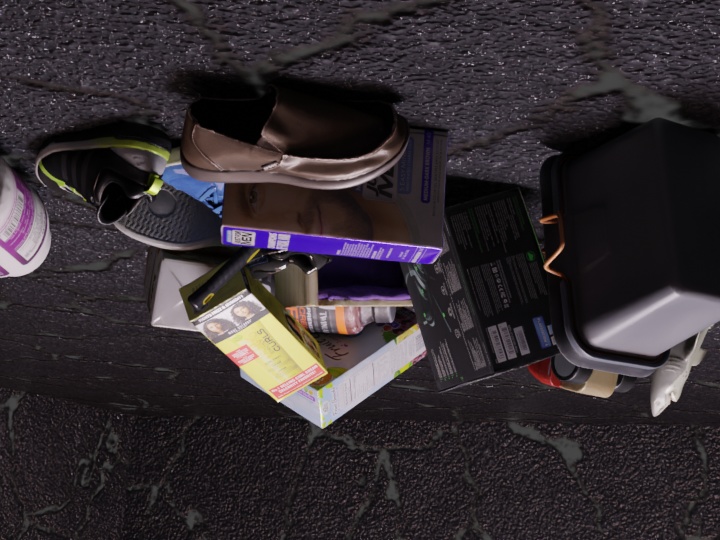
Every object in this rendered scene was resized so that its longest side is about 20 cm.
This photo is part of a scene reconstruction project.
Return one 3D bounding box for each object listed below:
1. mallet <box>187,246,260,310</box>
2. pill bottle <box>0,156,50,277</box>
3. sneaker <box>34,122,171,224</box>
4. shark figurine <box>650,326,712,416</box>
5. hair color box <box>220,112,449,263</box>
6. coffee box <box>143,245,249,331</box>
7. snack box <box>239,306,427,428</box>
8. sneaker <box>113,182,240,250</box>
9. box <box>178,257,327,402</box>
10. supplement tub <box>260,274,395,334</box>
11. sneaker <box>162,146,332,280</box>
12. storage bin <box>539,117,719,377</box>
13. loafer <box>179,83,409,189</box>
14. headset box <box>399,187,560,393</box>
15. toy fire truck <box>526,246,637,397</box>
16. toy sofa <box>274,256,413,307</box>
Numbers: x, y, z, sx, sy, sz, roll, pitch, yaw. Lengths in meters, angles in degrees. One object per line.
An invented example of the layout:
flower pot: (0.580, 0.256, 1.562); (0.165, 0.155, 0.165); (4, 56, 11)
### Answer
mallet: (-0.088, -0.041, 1.117); (0.041, 0.200, 0.066); (42, 163, 16)
pill bottle: (-0.396, -0.056, 1.258); (0.110, 0.114, 0.200); (4, 167, 2)
sneaker: (-0.258, -0.086, 1.147); (0.071, 0.084, 0.198); (16, 163, -41)
shark figurine: (0.393, 0.058, 1.450); (0.089, 0.215, 0.129); (24, 141, 22)
hair color box: (-0.023, -0.074, 1.063); (0.196, 0.111, 0.065); (5, 167, -4)
coffee box: (-0.191, 0.009, 1.389); (0.112, 0.081, 0.200); (8, -170, -16)
snack box: (-0.037, 0.101, 1.560); (0.167, 0.069, 0.199); (25, -135, 39)
sneaker: (-0.179, -0.049, 1.278); (0.197, 0.075, 0.118); (2, 170, -21)
box: (-0.111, 0.067, 1.273); (0.074, 0.051, 0.200); (-29, 142, 7)
supplement tub: (-0.054, 0.027, 1.514); (0.196, 0.109, 0.107); (2, 167, 11)
sneaker: (-0.112, -0.052, 1.181); (0.197, 0.113, 0.076); (12, 165, -29)
storage bin: (0.239, -0.030, 1.015); (0.143, 0.203, 0.134); (11, 155, -27)
loafer: (-0.057, -0.113, 0.981); (0.196, 0.074, 0.071); (-5, 144, 3)
headset box: (0.122, 0.028, 1.269); (0.091, 0.177, 0.200); (-15, 172, -17)
toy fire truck: (0.217, 0.038, 1.362); (0.127, 0.179, 0.199); (12, 180, -33)
toy sofa: (0.000, 0.000, 1.350); (0.097, 0.084, 0.198); (-4, 177, 41)
